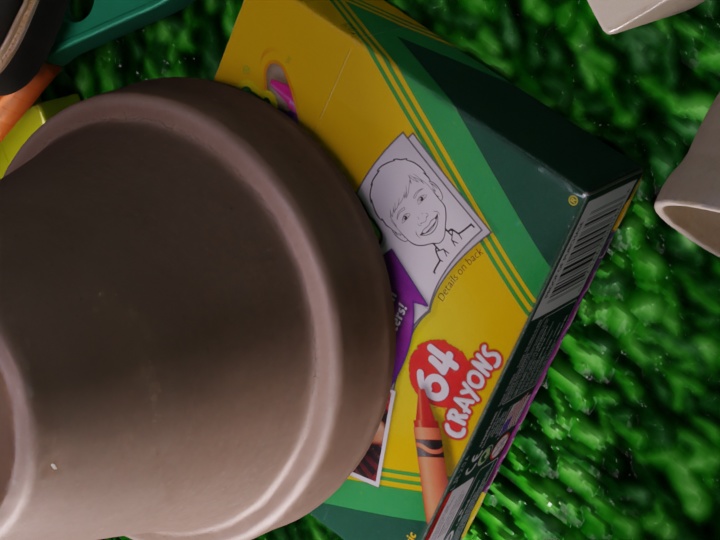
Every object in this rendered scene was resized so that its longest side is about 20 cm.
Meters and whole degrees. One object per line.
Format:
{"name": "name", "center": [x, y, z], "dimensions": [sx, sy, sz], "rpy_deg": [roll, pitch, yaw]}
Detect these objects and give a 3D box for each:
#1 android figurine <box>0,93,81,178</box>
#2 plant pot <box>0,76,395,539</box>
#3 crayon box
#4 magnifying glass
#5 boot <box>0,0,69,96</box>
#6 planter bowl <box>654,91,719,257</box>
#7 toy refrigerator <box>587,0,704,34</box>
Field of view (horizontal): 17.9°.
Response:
{"name": "android figurine", "center": [-0.164, -0.003, 1.082], "dimensions": [0.182, 0.041, 0.200], "rpy_deg": [-18, 91, 35]}
{"name": "plant pot", "center": [-0.115, 0.033, 0.911], "dimensions": [0.200, 0.175, 0.201], "rpy_deg": [11, 109, 35]}
{"name": "crayon box", "center": [0.000, 0.000, 0.965], "dimensions": [0.172, 0.058, 0.200], "rpy_deg": [34, 119, 20]}
{"name": "magnifying glass", "center": [-0.127, -0.113, 1.013], "dimensions": [0.200, 0.022, 0.080], "rpy_deg": [-46, 68, 18]}
{"name": "boot", "center": [-0.169, -0.182, 0.951], "dimensions": [0.077, 0.138, 0.200], "rpy_deg": [12, 90, 36]}
{"name": "planter bowl", "center": [0.214, -0.043, 0.753], "dimensions": [0.200, 0.200, 0.135], "rpy_deg": [22, 87, 26]}
{"name": "toy refrigerator", "center": [0.164, -0.163, 0.805], "dimensions": [0.200, 0.076, 0.070], "rpy_deg": [-30, 86, 35]}
